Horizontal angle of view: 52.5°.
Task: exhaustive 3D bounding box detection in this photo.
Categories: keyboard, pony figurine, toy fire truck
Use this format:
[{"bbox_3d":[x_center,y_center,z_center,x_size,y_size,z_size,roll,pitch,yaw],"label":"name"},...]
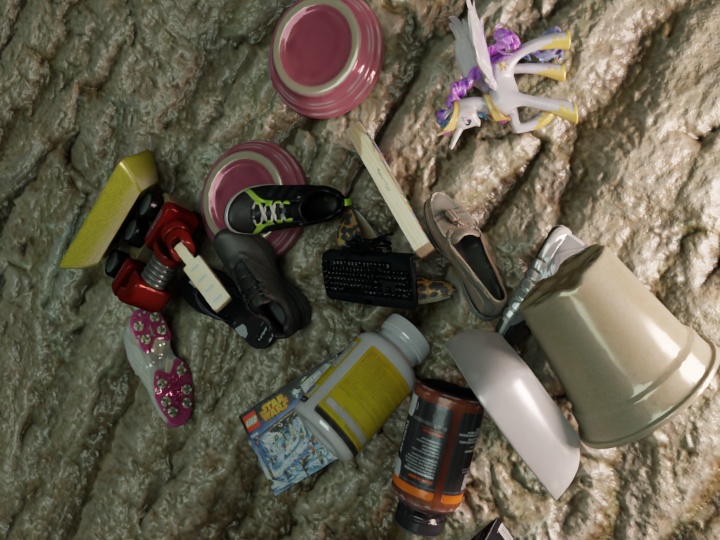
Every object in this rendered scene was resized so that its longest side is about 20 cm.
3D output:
[{"bbox_3d":[0.000,0.000,1.049,0.197,0.039,0.107,3,101,48],"label":"keyboard"},{"bbox_3d":[0.193,-0.278,1.024,0.194,0.167,0.199,-6,92,3],"label":"pony figurine"},{"bbox_3d":[-0.301,0.003,1.161,0.178,0.127,0.201,-54,40,14],"label":"toy fire truck"}]

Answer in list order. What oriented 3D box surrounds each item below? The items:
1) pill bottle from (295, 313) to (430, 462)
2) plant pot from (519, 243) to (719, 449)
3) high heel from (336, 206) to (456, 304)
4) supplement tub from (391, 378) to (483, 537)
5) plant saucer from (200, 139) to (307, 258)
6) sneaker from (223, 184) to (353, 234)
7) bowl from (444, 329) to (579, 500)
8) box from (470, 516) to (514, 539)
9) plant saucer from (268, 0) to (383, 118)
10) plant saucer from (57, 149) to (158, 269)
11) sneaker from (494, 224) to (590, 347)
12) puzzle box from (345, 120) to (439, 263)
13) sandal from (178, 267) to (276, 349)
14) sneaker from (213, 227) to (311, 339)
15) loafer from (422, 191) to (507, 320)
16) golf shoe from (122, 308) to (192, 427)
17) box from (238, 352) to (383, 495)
[{"bbox_3d":[0.009,0.162,1.042,0.111,0.113,0.200,39,72,17],"label":"pill bottle"},{"bbox_3d":[0.300,0.079,0.902,0.199,0.200,0.185,-38,91,13],"label":"plant pot"},{"bbox_3d":[0.050,-0.023,1.084,0.195,0.071,0.147,1,93,29],"label":"high heel"},{"bbox_3d":[0.104,0.264,1.031,0.104,0.107,0.206,15,92,19],"label":"supplement tub"},{"bbox_3d":[-0.180,-0.112,1.187,0.195,0.051,0.207,-1,87,20],"label":"plant saucer"},{"bbox_3d":[-0.109,-0.099,1.099,0.194,0.083,0.074,-11,97,-12],"label":"sneaker"},{"bbox_3d":[0.200,0.167,0.940,0.074,0.200,0.201,-38,105,4],"label":"bowl"},{"bbox_3d":[0.138,0.422,0.960,0.141,0.199,0.080,-41,75,13],"label":"box"},{"bbox_3d":[-0.062,-0.346,1.150,0.195,0.051,0.207,-1,87,20],"label":"plant saucer"},{"bbox_3d":[-0.402,-0.095,1.208,0.047,0.200,0.202,32,99,-10],"label":"plant saucer"},{"bbox_3d":[0.268,0.050,1.005,0.114,0.075,0.203,31,96,16],"label":"sneaker"},{"bbox_3d":[0.049,-0.109,1.060,0.025,0.133,0.203,-30,78,7],"label":"puzzle box"},{"bbox_3d":[-0.219,0.055,1.194,0.197,0.043,0.078,29,96,19],"label":"sandal"},{"bbox_3d":[-0.157,0.019,1.123,0.076,0.091,0.200,-42,93,24],"label":"sneaker"},{"bbox_3d":[0.156,-0.030,1.042,0.070,0.063,0.204,-22,76,-17],"label":"loafer"},{"bbox_3d":[-0.343,0.166,1.227,0.091,0.074,0.205,-25,83,46],"label":"golf shoe"},{"bbox_3d":[-0.079,0.238,1.134,0.198,0.040,0.139,-32,78,15],"label":"box"}]
